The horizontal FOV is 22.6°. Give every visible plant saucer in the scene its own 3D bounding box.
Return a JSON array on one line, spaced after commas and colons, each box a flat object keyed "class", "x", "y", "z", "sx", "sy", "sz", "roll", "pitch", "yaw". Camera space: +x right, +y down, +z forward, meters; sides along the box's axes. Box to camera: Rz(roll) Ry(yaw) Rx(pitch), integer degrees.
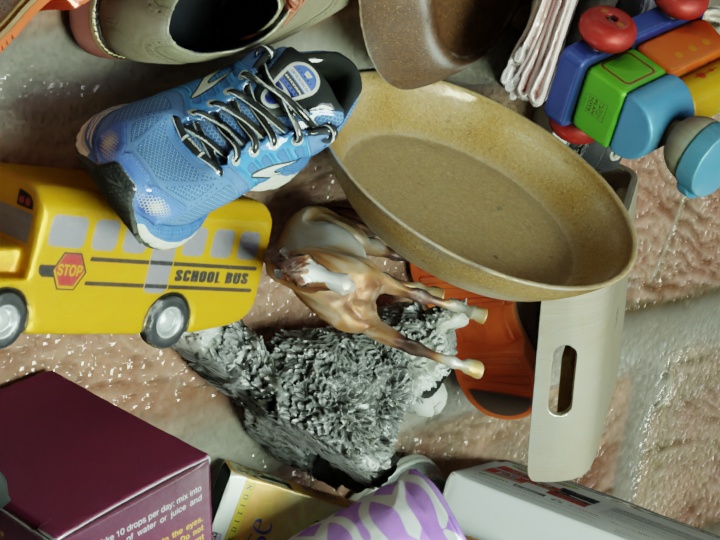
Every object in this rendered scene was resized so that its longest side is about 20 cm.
[{"class": "plant saucer", "x": 0.062, "y": -0.197, "z": 1.027, "sx": 0.200, "sy": 0.034, "sz": 0.201, "roll": -43, "pitch": 143, "yaw": -45}, {"class": "plant saucer", "x": 0.062, "y": -0.042, "z": 1.027, "sx": 0.200, "sy": 0.200, "sz": 0.035, "roll": -11, "pitch": 138, "yaw": -46}]

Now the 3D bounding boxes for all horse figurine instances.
[{"class": "horse figurine", "x": 0.000, "y": 0.000, "z": 1.002, "sx": 0.132, "sy": 0.200, "sz": 0.050, "roll": 20, "pitch": 106, "yaw": -12}]

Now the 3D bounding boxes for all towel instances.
[{"class": "towel", "x": 0.123, "y": -0.191, "z": 1.065, "sx": 0.200, "sy": 0.032, "sz": 0.191, "roll": -44, "pitch": 152, "yaw": -82}]

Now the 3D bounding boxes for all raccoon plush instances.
[{"class": "raccoon plush", "x": -0.011, "y": 0.038, "z": 1.055, "sx": 0.134, "sy": 0.097, "sz": 0.200, "roll": -60, "pitch": 141, "yaw": -21}]

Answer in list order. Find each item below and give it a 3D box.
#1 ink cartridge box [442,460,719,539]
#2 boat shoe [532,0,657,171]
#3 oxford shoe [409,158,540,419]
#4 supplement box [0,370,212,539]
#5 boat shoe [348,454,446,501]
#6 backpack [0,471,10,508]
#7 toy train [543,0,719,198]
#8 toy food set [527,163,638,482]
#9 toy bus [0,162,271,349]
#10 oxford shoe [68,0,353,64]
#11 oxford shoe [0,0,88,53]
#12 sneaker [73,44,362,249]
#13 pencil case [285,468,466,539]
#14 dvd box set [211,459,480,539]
[{"class": "ink cartridge box", "x": 0.159, "y": 0.200, "z": 1.202, "sx": 0.176, "sy": 0.200, "sz": 0.084, "roll": 7, "pitch": 102, "yaw": -73}, {"class": "boat shoe", "x": 0.170, "y": -0.160, "z": 1.163, "sx": 0.060, "sy": 0.074, "sz": 0.200, "roll": 15, "pitch": 100, "yaw": -15}, {"class": "oxford shoe", "x": 0.080, "y": 0.001, "z": 1.172, "sx": 0.073, "sy": 0.071, "sz": 0.200, "roll": -65, "pitch": 149, "yaw": -47}, {"class": "supplement box", "x": -0.151, "y": 0.174, "z": 0.921, "sx": 0.103, "sy": 0.131, "sz": 0.200, "roll": -25, "pitch": 127, "yaw": -41}, {"class": "boat shoe", "x": 0.001, "y": 0.211, "z": 1.166, "sx": 0.202, "sy": 0.065, "sz": 0.074, "roll": -52, "pitch": 139, "yaw": -19}, {"class": "backpack", "x": -0.264, "y": 0.095, "z": 0.748, "sx": 0.200, "sy": 0.154, "sz": 0.163, "roll": -34, "pitch": 102, "yaw": -14}, {"class": "toy train", "x": 0.215, "y": -0.116, "z": 1.083, "sx": 0.200, "sy": 0.116, "sz": 0.085, "roll": -26, "pitch": 145, "yaw": -37}, {"class": "toy food set", "x": 0.135, "y": 0.027, "z": 1.160, "sx": 0.200, "sy": 0.060, "sz": 0.144, "roll": -58, "pitch": 153, "yaw": -62}, {"class": "toy bus", "x": -0.138, "y": -0.007, "z": 0.899, "sx": 0.200, "sy": 0.065, "sz": 0.078, "roll": 3, "pitch": 106, "yaw": -50}, {"class": "oxford shoe", "x": -0.051, "y": -0.139, "z": 0.928, "sx": 0.200, "sy": 0.075, "sz": 0.071, "roll": -26, "pitch": 123, "yaw": -41}, {"class": "oxford shoe", "x": -0.183, "y": -0.127, "z": 0.799, "sx": 0.200, "sy": 0.071, "sz": 0.073, "roll": -43, "pitch": 119, "yaw": -37}, {"class": "sneaker", "x": -0.064, "y": -0.075, "z": 0.890, "sx": 0.089, "sy": 0.079, "sz": 0.200, "roll": -37, "pitch": 180, "yaw": 33}, {"class": "pencil case", "x": -0.028, "y": 0.192, "z": 1.022, "sx": 0.200, "sy": 0.086, "sz": 0.084, "roll": -30, "pitch": 177, "yaw": -7}, {"class": "dvd box set", "x": -0.014, "y": 0.212, "z": 1.093, "sx": 0.200, "sy": 0.029, "sz": 0.147, "roll": 20, "pitch": 93, "yaw": -17}]
